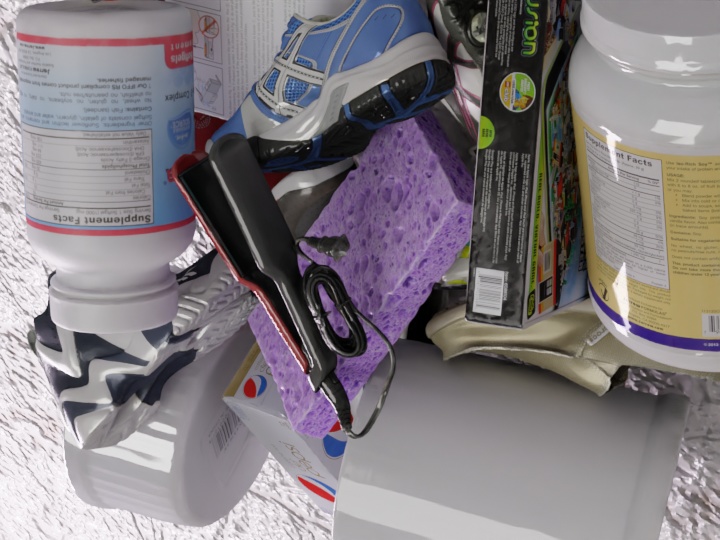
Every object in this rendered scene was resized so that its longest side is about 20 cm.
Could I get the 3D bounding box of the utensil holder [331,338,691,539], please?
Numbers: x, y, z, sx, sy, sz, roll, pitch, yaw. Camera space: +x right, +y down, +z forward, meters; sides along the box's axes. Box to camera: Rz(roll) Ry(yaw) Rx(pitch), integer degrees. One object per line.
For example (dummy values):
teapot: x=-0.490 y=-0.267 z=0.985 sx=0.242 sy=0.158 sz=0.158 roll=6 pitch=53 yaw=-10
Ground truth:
utensil holder: x=0.099 y=0.142 z=1.034 sx=0.200 sy=0.170 sz=0.170 roll=13 pitch=134 yaw=14

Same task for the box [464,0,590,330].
box: x=0.099 y=-0.076 z=0.855 sx=0.035 sy=0.110 sz=0.200 roll=9 pitch=103 yaw=26

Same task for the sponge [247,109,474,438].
sponge: x=0.000 y=0.000 z=1.003 sx=0.200 sy=0.030 sz=0.112 roll=-54 pitch=38 yaw=27

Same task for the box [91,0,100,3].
box: x=-0.194 y=-0.285 z=0.942 sx=0.160 sy=0.044 sz=0.200 roll=50 pitch=158 yaw=32

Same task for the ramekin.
ramekin: x=-0.136 y=0.103 z=1.237 sx=0.098 sy=0.201 sz=0.201 roll=16 pitch=134 yaw=21

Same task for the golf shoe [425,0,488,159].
golf shoe: x=0.063 y=-0.138 z=0.929 sx=0.088 sy=0.077 sz=0.200 roll=2 pitch=125 yaw=49

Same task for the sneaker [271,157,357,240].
sneaker: x=-0.024 y=-0.009 z=1.111 sx=0.082 sy=0.077 sz=0.200 roll=56 pitch=158 yaw=20

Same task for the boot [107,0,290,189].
boot: x=-0.103 y=-0.145 z=1.082 sx=0.200 sy=0.072 sz=0.144 roll=42 pitch=138 yaw=6

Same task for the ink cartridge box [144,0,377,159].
ink cartridge box: x=-0.070 y=-0.184 z=0.998 sx=0.173 sy=0.044 sz=0.200 roll=18 pitch=126 yaw=24

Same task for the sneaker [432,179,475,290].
sneaker: x=0.095 y=-0.029 z=0.994 sx=0.200 sy=0.077 sz=0.080 roll=-1 pitch=86 yaw=27

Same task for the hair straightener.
hair straightener: x=-0.037 y=0.008 z=0.939 sx=0.077 sy=0.041 sz=0.200 roll=-23 pitch=96 yaw=42

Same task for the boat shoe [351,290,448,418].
boat shoe: x=0.036 y=0.044 z=1.126 sx=0.066 sy=0.072 sz=0.200 roll=22 pitch=126 yaw=27

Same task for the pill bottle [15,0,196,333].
pill bottle: x=-0.158 y=-0.067 z=0.999 sx=0.109 sy=0.109 sz=0.200 roll=11 pitch=109 yaw=36

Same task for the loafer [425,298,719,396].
loafer: x=0.137 y=0.044 z=0.971 sx=0.200 sy=0.076 sz=0.068 roll=-5 pitch=88 yaw=20

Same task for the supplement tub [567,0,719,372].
supplement tub: x=0.184 y=-0.064 z=0.826 sx=0.145 sy=0.145 sz=0.200 roll=15 pitch=133 yaw=33

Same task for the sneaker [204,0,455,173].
sneaker: x=-0.024 y=-0.111 z=0.952 sx=0.200 sy=0.076 sz=0.077 roll=-24 pitch=77 yaw=42

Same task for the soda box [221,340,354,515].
soda box: x=-0.026 y=0.124 z=1.199 sx=0.064 sy=0.068 sz=0.200 roll=16 pitch=155 yaw=32

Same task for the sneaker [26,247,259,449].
sneaker: x=-0.161 y=0.016 z=1.112 sx=0.199 sy=0.079 sz=0.130 roll=-48 pitch=70 yaw=21
